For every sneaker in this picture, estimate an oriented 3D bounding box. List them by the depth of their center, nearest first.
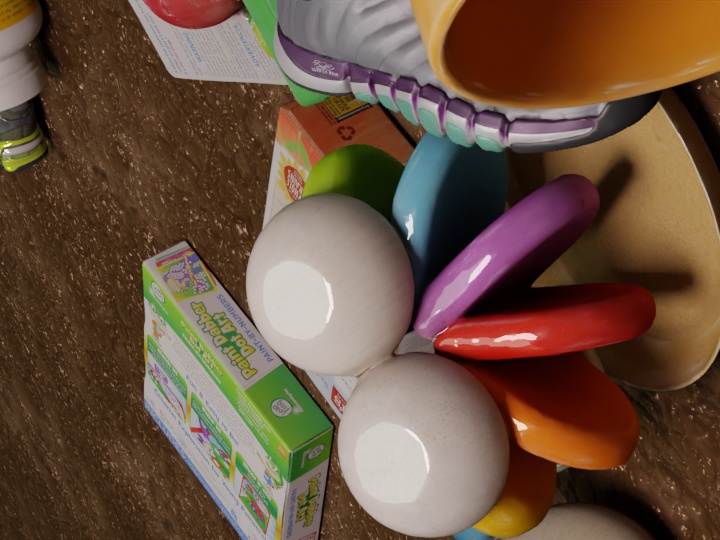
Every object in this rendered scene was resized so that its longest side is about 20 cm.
[{"bbox_3d":[0.034,-0.111,0.835,0.199,0.074,0.088,15,135,34],"label":"sneaker"},{"bbox_3d":[-0.329,-0.166,1.641,0.200,0.074,0.082,37,137,34],"label":"sneaker"}]

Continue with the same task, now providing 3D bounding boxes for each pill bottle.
[{"bbox_3d":[-0.305,-0.223,1.472,0.104,0.104,0.202,23,135,55],"label":"pill bottle"}]

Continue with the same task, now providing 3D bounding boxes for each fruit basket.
[{"bbox_3d":[-0.060,-0.165,0.987,0.199,0.094,0.186,13,146,40],"label":"fruit basket"}]

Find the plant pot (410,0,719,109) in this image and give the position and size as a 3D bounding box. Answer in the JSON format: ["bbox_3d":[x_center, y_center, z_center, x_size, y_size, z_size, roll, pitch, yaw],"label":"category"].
[{"bbox_3d":[0.090,-0.181,0.646,0.200,0.198,0.185,125,130,-64],"label":"plant pot"}]

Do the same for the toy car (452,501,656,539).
[{"bbox_3d":[0.103,0.213,1.102,0.184,0.177,0.200,42,180,11],"label":"toy car"}]

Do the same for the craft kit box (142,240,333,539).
[{"bbox_3d":[-0.099,0.110,1.486,0.200,0.048,0.198,50,156,26],"label":"craft kit box"}]

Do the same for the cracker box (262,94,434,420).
[{"bbox_3d":[0.000,0.000,1.152,0.134,0.057,0.201,52,153,23],"label":"cracker box"}]

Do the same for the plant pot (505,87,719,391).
[{"bbox_3d":[0.113,-0.038,0.923,0.200,0.027,0.201,45,151,33],"label":"plant pot"}]

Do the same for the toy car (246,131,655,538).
[{"bbox_3d":[0.057,0.016,0.902,0.150,0.175,0.201,-34,83,31],"label":"toy car"}]
